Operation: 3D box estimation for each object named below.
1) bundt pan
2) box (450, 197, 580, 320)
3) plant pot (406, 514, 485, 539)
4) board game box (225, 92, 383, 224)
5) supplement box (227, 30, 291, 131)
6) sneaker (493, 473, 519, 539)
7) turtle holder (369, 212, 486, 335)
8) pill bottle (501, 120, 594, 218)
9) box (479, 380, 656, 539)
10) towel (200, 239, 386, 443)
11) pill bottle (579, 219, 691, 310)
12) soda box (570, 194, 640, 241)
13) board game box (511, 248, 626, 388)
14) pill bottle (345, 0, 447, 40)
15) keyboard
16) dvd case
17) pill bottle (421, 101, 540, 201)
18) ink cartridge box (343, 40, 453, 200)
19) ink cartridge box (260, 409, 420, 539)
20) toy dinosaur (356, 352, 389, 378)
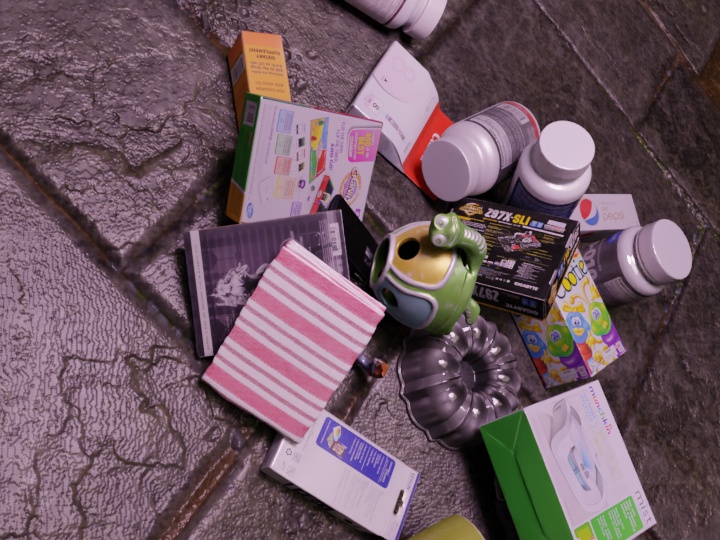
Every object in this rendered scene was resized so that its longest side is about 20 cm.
[{"bbox_3d":[0.152,0.149,1.028,0.197,0.075,0.208,11,68,-27],"label":"bundt pan"},{"bbox_3d":[0.205,-0.023,1.058,0.161,0.196,0.050,-56,146,-33],"label":"box"},{"bbox_3d":[0.052,0.409,0.831,0.195,0.187,0.192,-11,79,-18],"label":"plant pot"},{"bbox_3d":[-0.069,-0.134,0.932,0.196,0.040,0.157,2,106,-41],"label":"board game box"},{"bbox_3d":[-0.131,-0.218,0.984,0.065,0.068,0.206,-4,79,-31],"label":"supplement box"},{"bbox_3d":[0.277,0.328,1.041,0.199,0.076,0.150,-17,85,-34],"label":"sneaker"},{"bbox_3d":[0.088,0.005,0.923,0.129,0.185,0.145,17,87,-13],"label":"turtle holder"},{"bbox_3d":[0.286,-0.132,1.097,0.108,0.201,0.114,1,64,-2],"label":"pill bottle"},{"bbox_3d":[0.276,0.273,0.959,0.173,0.096,0.205,-7,71,-38],"label":"box"},{"bbox_3d":[-0.079,0.086,0.844,0.145,0.030,0.202,34,99,-3],"label":"towel"},{"bbox_3d":[0.429,-0.004,1.176,0.111,0.199,0.117,11,67,-27],"label":"pill bottle"},{"bbox_3d":[0.406,-0.093,1.276,0.196,0.063,0.070,-4,75,-32],"label":"soda box"},{"bbox_3d":[0.314,0.065,1.139,0.101,0.104,0.204,-22,85,-35],"label":"board game box"},{"bbox_3d":[0.037,-0.460,1.147,0.196,0.109,0.112,24,62,-22],"label":"pill bottle"},{"bbox_3d":[0.000,0.000,0.980,0.201,0.039,0.106,51,37,-35],"label":"keyboard"},{"bbox_3d":[-0.109,0.016,0.866,0.194,0.016,0.153,-8,89,1],"label":"dvd case"},{"bbox_3d":[0.191,-0.187,1.136,0.198,0.115,0.118,-30,90,-39],"label":"pill bottle"},{"bbox_3d":[0.085,-0.238,1.138,0.198,0.057,0.164,37,58,-11],"label":"ink cartridge box"},{"bbox_3d":[-0.022,0.254,0.905,0.198,0.039,0.101,36,58,-15],"label":"ink cartridge box"},{"bbox_3d":[-0.025,0.054,0.940,0.181,0.104,0.203,40,51,-25],"label":"toy dinosaur"}]
